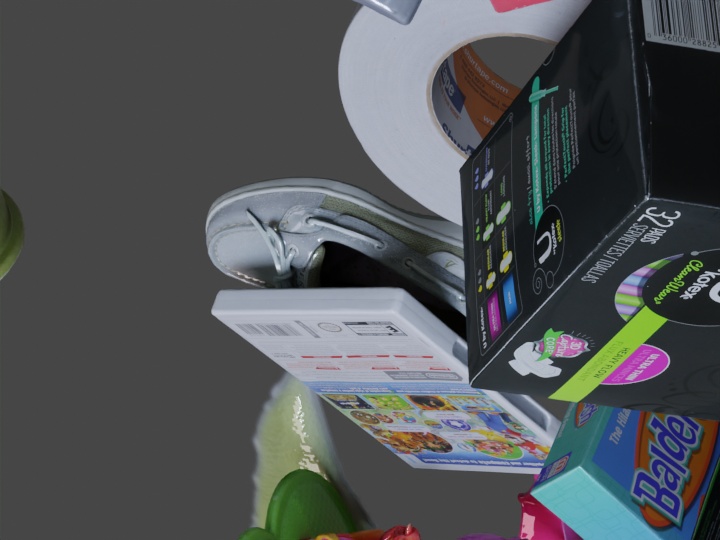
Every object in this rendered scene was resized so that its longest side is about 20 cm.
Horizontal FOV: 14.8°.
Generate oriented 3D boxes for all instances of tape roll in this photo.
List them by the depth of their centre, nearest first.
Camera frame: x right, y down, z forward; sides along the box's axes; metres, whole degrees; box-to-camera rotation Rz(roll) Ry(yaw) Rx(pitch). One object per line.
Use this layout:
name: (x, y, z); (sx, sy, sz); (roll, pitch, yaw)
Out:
tape roll: (0.092, -0.103, 1.410); (0.199, 0.066, 0.201); (13, 140, 11)

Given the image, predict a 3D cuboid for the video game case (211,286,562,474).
video game case: (0.027, 0.065, 1.592); (0.143, 0.018, 0.200); (-1, 150, 42)

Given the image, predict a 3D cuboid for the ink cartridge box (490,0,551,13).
ink cartridge box: (0.097, -0.246, 1.226); (0.145, 0.145, 0.200); (-10, 124, 35)

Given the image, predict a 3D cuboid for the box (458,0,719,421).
box: (0.148, -0.030, 1.276); (0.148, 0.125, 0.200); (8, 151, -18)

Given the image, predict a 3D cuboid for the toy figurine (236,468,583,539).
toy figurine: (0.044, 0.176, 1.658); (0.183, 0.200, 0.151); (-13, 81, 22)

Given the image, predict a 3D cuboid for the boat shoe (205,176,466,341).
boat shoe: (0.001, 0.001, 1.573); (0.201, 0.065, 0.075); (15, 136, 14)

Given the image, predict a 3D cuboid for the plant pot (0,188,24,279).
plant pot: (-0.304, -0.087, 1.577); (0.199, 0.200, 0.185); (7, 122, 22)

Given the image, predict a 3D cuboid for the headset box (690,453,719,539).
headset box: (0.290, 0.144, 1.478); (0.200, 0.174, 0.093); (42, 135, -16)

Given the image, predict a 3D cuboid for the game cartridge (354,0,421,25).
game cartridge: (-0.034, -0.220, 1.336); (0.199, 0.134, 0.040); (27, 176, 11)

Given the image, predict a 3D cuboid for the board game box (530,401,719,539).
board game box: (0.198, 0.125, 1.525); (0.200, 0.152, 0.045); (41, 136, -14)
